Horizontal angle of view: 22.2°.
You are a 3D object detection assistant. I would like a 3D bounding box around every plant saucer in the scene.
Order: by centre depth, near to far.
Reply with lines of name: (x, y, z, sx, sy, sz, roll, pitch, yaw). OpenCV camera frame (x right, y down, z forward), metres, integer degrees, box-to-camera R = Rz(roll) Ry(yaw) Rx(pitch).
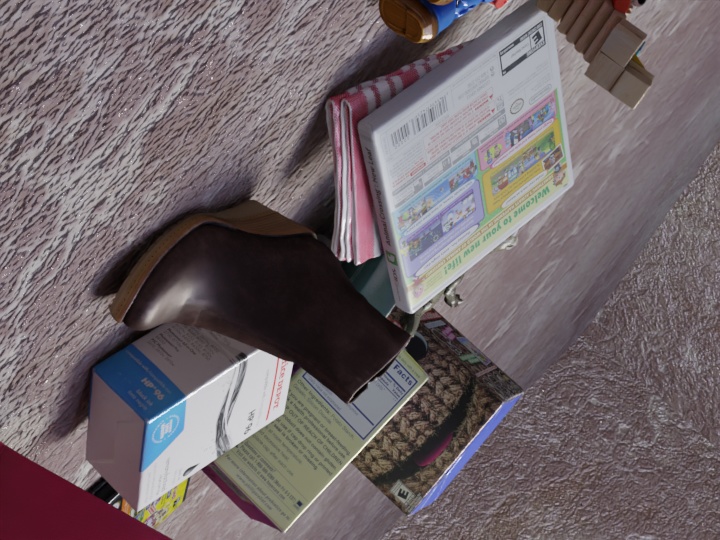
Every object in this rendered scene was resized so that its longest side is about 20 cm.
plant saucer: (0.000, 0.000, 1.605, 0.200, 0.027, 0.201, -51, -162, 23)

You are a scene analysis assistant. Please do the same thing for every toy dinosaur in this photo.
toy dinosaur: (0.070, 0.000, 1.806, 0.199, 0.077, 0.103, -31, 148, -44)

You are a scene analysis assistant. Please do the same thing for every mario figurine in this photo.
mario figurine: (0.093, -0.236, 1.317, 0.199, 0.107, 0.123, -27, -166, -37)

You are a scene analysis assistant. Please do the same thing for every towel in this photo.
towel: (0.053, -0.103, 1.440, 0.199, 0.030, 0.148, -27, 131, -34)

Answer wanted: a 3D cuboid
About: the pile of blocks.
pile of blocks: (0.182, -0.212, 1.403, 0.082, 0.201, 0.062, 1, 136, -39)

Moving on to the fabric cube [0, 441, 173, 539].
fabric cube: (-0.232, 0.284, 1.274, 0.201, 0.198, 0.197, -56, -171, 34)

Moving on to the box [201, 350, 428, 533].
box: (-0.054, 0.138, 1.748, 0.200, 0.097, 0.176, -45, -173, -11)

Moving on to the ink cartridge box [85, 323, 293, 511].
ink cartridge box: (-0.115, 0.084, 1.432, 0.199, 0.068, 0.117, -33, 151, -34)

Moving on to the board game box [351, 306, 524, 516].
board game box: (0.039, 0.124, 1.908, 0.160, 0.200, 0.097, -52, 167, 13)

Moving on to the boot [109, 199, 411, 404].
boot: (-0.065, 0.032, 1.294, 0.200, 0.166, 0.073, -33, 161, -53)

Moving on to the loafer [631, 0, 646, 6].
loafer: (0.256, -0.309, 1.655, 0.072, 0.063, 0.200, -44, 168, -21)

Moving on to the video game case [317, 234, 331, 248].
video game case: (-0.109, 0.068, 1.572, 0.201, 0.023, 0.182, -61, 165, 21)

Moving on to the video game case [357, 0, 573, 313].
video game case: (0.088, -0.090, 1.445, 0.200, 0.022, 0.183, -38, 135, -27)

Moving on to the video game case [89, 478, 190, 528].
video game case: (-0.222, 0.225, 1.698, 0.181, 0.025, 0.200, -42, 166, -29)
